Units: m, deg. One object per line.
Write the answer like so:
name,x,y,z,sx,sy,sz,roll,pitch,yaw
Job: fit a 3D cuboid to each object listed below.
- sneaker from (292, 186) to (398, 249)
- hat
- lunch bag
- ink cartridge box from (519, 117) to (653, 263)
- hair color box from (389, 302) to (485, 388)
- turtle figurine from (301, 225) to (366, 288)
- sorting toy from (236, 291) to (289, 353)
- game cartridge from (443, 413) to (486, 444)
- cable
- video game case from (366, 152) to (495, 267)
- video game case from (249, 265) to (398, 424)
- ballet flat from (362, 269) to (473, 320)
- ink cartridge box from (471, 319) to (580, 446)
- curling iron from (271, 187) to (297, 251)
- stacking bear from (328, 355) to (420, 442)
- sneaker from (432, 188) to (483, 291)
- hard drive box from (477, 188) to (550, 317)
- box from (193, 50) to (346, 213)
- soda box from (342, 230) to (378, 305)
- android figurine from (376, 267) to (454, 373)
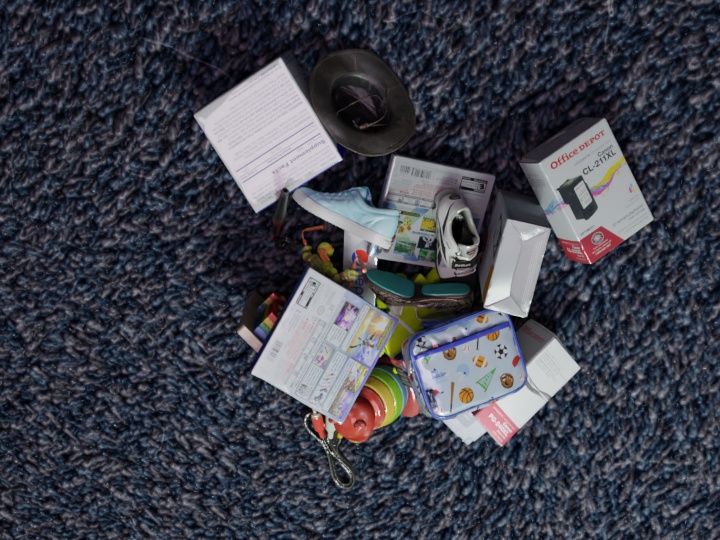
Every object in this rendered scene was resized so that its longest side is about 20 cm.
sneaker,-0.020,-0.112,1.600,0.198,0.074,0.083,27,92,16
hat,-0.006,-0.272,1.593,0.197,0.081,0.204,7,69,-18
lunch bag,0.168,0.150,1.556,0.197,0.076,0.163,-18,91,-12
ink cartridge box,0.383,-0.137,1.593,0.145,0.083,0.202,-33,105,-8
hair color box,0.158,0.132,1.642,0.198,0.101,0.062,-30,95,-11
turtle figurine,-0.062,0.019,1.657,0.064,0.199,0.164,-13,118,-36
sorting toy,-0.118,0.123,1.682,0.070,0.199,0.200,-42,102,10
game cartridge,0.186,0.222,1.779,0.133,0.041,0.200,-40,102,19
cable,-0.061,0.343,1.829,0.095,0.050,0.203,-4,108,4
video game case,0.123,-0.098,1.643,0.197,0.022,0.185,9,107,-21
video game case,-0.061,0.125,1.577,0.180,0.045,0.202,30,88,-11
ballet flat,0.098,0.052,1.643,0.196,0.068,0.076,8,121,5
ink cartridge box,0.279,0.196,1.680,0.200,0.145,0.083,-44,103,0
curling iron,-0.133,-0.090,1.639,0.049,0.026,0.201,17,151,4
stacking bear,0.019,0.241,1.693,0.120,0.199,0.116,13,113,25
sneaker,0.172,-0.033,1.624,0.073,0.089,0.203,-19,116,-11
hard drive box,0.258,-0.034,1.598,0.075,0.200,0.158,13,108,0
box,-0.150,-0.238,1.608,0.182,0.105,0.202,-29,104,13
soda box,0.000,0.000,1.698,0.062,0.068,0.203,3,109,2
android figurine,0.108,0.093,1.702,0.181,0.041,0.201,40,84,-10
